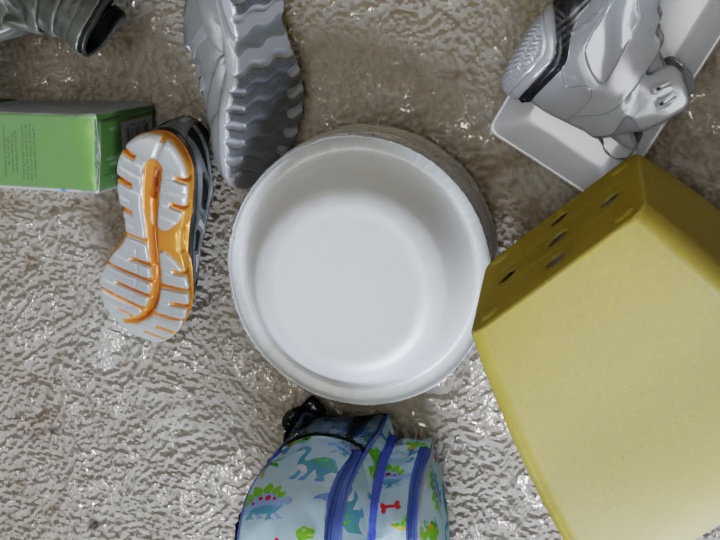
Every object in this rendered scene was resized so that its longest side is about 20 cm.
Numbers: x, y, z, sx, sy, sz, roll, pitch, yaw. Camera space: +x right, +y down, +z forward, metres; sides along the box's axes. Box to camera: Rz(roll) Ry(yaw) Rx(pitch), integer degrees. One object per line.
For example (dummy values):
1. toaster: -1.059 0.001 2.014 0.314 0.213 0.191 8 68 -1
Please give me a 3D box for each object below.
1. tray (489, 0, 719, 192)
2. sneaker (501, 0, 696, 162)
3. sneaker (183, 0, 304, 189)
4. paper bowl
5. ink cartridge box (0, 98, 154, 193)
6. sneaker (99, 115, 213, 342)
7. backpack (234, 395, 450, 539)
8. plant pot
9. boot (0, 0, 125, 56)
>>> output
1. tray: 0.185 -0.156 0.887 0.107 0.022 0.202 33 109 8
2. sneaker: 0.190 -0.170 0.834 0.114 0.075 0.201 38 115 4
3. sneaker: -0.094 -0.164 0.955 0.081 0.074 0.203 20 117 47
4. paper bowl: 0.000 0.000 0.926 0.197 0.104 0.204 2 104 10
5. ink cartridge box: -0.269 -0.101 0.989 0.197 0.104 0.060 4 103 15
6. sneaker: -0.150 -0.029 0.990 0.077 0.077 0.202 22 126 6
7. backpack: -0.010 0.208 0.932 0.145 0.200 0.186 -1 101 16
8. plant pot: 0.180 0.046 0.825 0.199 0.200 0.177 -37 100 20
9. boot: -0.254 -0.189 0.941 0.129 0.068 0.202 23 70 13
